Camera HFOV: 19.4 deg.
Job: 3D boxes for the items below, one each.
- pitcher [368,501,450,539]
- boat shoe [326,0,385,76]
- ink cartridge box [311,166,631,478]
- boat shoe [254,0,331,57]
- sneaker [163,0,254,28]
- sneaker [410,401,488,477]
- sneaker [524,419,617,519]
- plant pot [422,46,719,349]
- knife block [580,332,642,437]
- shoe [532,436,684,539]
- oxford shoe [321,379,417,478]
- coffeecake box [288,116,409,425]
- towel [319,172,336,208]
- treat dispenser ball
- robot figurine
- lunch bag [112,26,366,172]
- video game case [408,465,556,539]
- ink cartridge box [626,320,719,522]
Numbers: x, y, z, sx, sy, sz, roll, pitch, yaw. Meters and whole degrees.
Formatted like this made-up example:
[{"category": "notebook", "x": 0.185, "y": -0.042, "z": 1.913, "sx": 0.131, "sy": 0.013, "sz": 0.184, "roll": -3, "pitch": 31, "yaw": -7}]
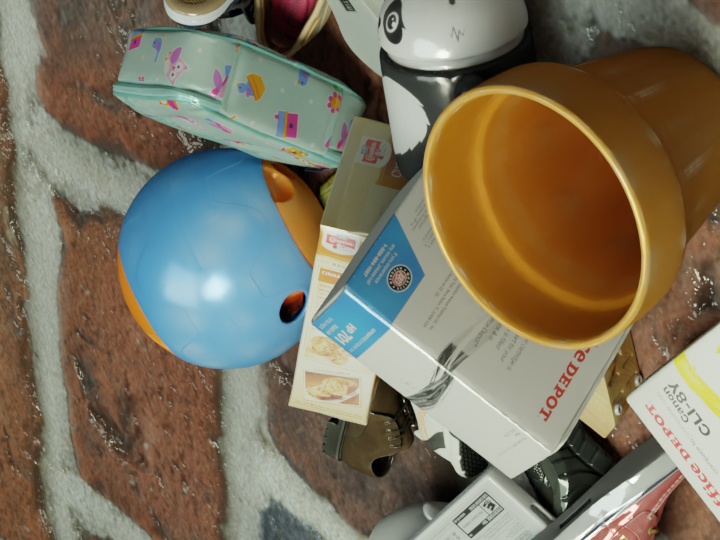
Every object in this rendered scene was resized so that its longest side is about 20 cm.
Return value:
[{"category": "pitcher", "x": 0.099, "y": 0.261, "z": 1.933, "sx": 0.199, "sy": 0.121, "sz": 0.173, "roll": 9, "pitch": 125, "yaw": 37}, {"category": "boat shoe", "x": 0.011, "y": -0.230, "z": 1.711, "sx": 0.070, "sy": 0.064, "sz": 0.200, "roll": 17, "pitch": 151, "yaw": 43}, {"category": "ink cartridge box", "x": 0.086, "y": 0.036, "z": 1.597, "sx": 0.200, "sy": 0.147, "sz": 0.086, "roll": 39, "pitch": 150, "yaw": -6}, {"category": "boat shoe", "x": -0.049, "y": -0.254, "z": 1.754, "sx": 0.073, "sy": 0.069, "sz": 0.201, "roll": 20, "pitch": 140, "yaw": 9}, {"category": "sneaker", "x": -0.124, "y": -0.235, "z": 1.787, "sx": 0.069, "sy": 0.201, "sz": 0.109, "roll": 7, "pitch": 129, "yaw": 3}, {"category": "sneaker", "x": 0.071, "y": 0.090, "z": 1.850, "sx": 0.080, "sy": 0.073, "sz": 0.202, "roll": 28, "pitch": 135, "yaw": 37}, {"category": "sneaker", "x": 0.173, "y": 0.162, "z": 1.817, "sx": 0.082, "sy": 0.073, "sz": 0.201, "roll": 29, "pitch": 145, "yaw": 63}, {"category": "plant pot", "x": 0.177, "y": -0.073, "z": 1.526, "sx": 0.199, "sy": 0.183, "sz": 0.202, "roll": 26, "pitch": 132, "yaw": 33}, {"category": "knife block", "x": 0.128, "y": 0.034, "z": 1.736, "sx": 0.174, "sy": 0.064, "sz": 0.202, "roll": -1, "pitch": 116, "yaw": 33}, {"category": "shoe", "x": 0.222, "y": 0.219, "z": 1.736, "sx": 0.200, "sy": 0.072, "sz": 0.091, "roll": -42, "pitch": 94, "yaw": 12}, {"category": "oxford shoe", "x": 0.022, "y": 0.123, "z": 1.972, "sx": 0.084, "sy": 0.073, "sz": 0.201, "roll": 33, "pitch": 146, "yaw": 18}, {"category": "coffeecake box", "x": 0.000, "y": 0.000, "z": 1.769, "sx": 0.072, "sy": 0.154, "sz": 0.201, "roll": 13, "pitch": 130, "yaw": 3}, {"category": "towel", "x": 0.041, "y": -0.045, "z": 1.848, "sx": 0.200, "sy": 0.023, "sz": 0.145, "roll": -36, "pitch": 80, "yaw": 54}, {"category": "treat dispenser ball", "x": -0.122, "y": -0.011, "z": 1.925, "sx": 0.200, "sy": 0.200, "sz": 0.202, "roll": 30, "pitch": 136, "yaw": 34}, {"category": "robot figurine", "x": 0.077, "y": -0.140, "z": 1.652, "sx": 0.149, "sy": 0.124, "sz": 0.202, "roll": 17, "pitch": 129, "yaw": 40}, {"category": "lunch bag", "x": -0.104, "y": -0.146, "z": 1.813, "sx": 0.160, "sy": 0.199, "sz": 0.078, "roll": 7, "pitch": 79, "yaw": 55}, {"category": "video game case", "x": 0.126, "y": 0.282, "z": 1.844, "sx": 0.182, "sy": 0.024, "sz": 0.200, "roll": 41, "pitch": 130, "yaw": -2}, {"category": "ink cartridge box", "x": 0.313, "y": 0.097, "z": 1.579, "sx": 0.146, "sy": 0.083, "sz": 0.200, "roll": 53, "pitch": 145, "yaw": 7}]
